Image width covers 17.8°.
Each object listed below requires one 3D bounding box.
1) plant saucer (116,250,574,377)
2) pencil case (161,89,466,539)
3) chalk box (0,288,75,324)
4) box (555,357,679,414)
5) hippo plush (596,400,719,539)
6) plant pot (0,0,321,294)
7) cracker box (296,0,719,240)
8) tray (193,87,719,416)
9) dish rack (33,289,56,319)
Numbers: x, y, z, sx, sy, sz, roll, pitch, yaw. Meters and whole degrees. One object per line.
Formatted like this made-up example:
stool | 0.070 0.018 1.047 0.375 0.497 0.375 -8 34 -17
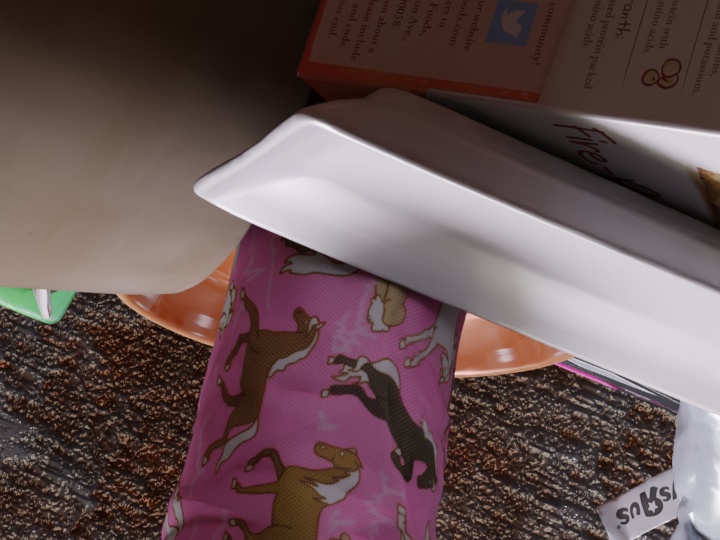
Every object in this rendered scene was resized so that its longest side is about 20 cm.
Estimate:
plant saucer | 0.000 0.000 0.908 0.198 0.033 0.200 6 163 2
pencil case | -0.004 0.009 0.642 0.082 0.202 0.086 -8 149 34
chalk box | -0.144 -0.072 1.203 0.124 0.201 0.124 23 179 -25
box | 0.104 -0.015 1.045 0.199 0.116 0.132 21 176 45
hippo plush | 0.139 0.008 0.846 0.161 0.199 0.160 48 -162 -36
plant pot | -0.110 -0.075 0.619 0.172 0.202 0.200 19 -179 -25
cracker box | 0.103 -0.031 0.545 0.199 0.058 0.134 10 164 32
tray | 0.064 0.002 0.557 0.199 0.022 0.107 22 168 -14
dish rack | -0.133 -0.091 0.899 0.043 0.202 0.172 -17 172 -9
